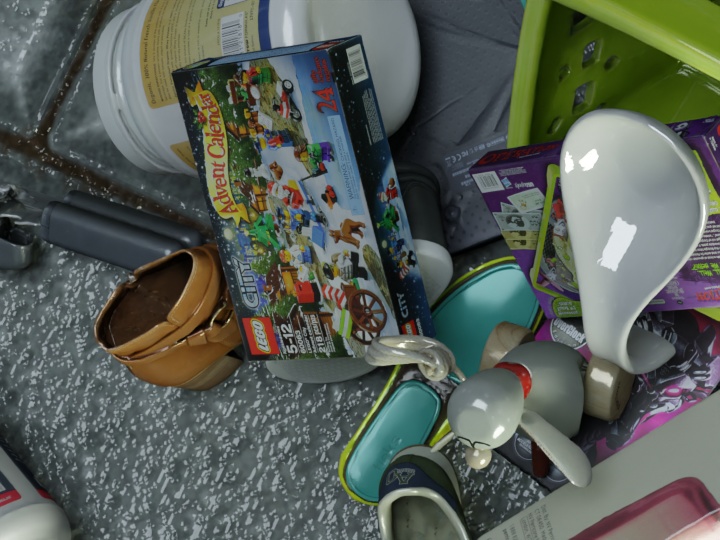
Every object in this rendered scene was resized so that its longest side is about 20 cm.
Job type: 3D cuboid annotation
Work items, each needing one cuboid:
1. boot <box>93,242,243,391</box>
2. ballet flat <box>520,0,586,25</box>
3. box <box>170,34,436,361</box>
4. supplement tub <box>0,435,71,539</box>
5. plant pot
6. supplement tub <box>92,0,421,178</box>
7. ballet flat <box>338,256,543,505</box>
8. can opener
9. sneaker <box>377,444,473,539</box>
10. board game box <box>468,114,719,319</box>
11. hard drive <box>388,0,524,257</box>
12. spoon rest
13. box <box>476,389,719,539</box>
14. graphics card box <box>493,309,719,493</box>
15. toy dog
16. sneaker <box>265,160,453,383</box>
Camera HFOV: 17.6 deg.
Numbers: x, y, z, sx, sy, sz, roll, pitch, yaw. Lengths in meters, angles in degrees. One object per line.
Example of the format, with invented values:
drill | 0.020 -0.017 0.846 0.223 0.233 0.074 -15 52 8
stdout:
boot | -0.088 0.000 1.591 0.074 0.155 0.200 39 93 23
ballet flat | 0.138 -0.195 1.533 0.063 0.200 0.068 -20 91 10
box | -0.037 -0.043 1.493 0.136 0.038 0.202 -4 106 39
supplement tub | -0.312 0.157 1.646 0.140 0.140 0.200 -46 67 5
plant pot | 0.225 -0.118 1.470 0.198 0.201 0.181 30 53 23
supplement tub | -0.074 -0.141 1.602 0.199 0.144 0.146 -9 74 39
ballet flat | 0.054 0.071 1.571 0.067 0.067 0.201 37 96 4
can opener | -0.210 -0.021 1.706 0.199 0.053 0.067 18 117 22
sneaker | 0.054 0.215 1.499 0.067 0.090 0.202 -18 91 11
board game box | 0.166 -0.029 1.437 0.199 0.032 0.121 -5 117 49
hard drive | 0.077 -0.114 1.618 0.134 0.042 0.202 -21 72 14
spoon rest | 0.161 -0.011 1.385 0.099 0.201 0.061 24 51 28
box | 0.191 0.189 1.447 0.199 0.128 0.109 -33 26 11
graphics card box | 0.179 0.063 1.538 0.125 0.051 0.201 37 93 22
toy dog | 0.096 0.095 1.448 0.131 0.199 0.097 17 105 41
sneaker | 0.000 0.000 1.586 0.200 0.070 0.100 -43 35 46
